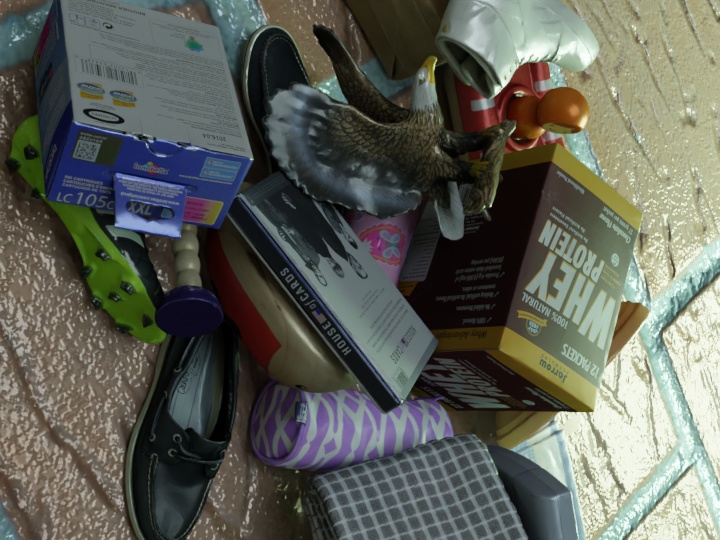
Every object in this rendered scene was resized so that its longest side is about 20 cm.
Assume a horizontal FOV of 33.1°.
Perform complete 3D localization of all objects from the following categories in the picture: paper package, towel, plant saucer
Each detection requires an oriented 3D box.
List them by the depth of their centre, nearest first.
[{"bbox_3d":[0.059,0.243,0.994,0.164,0.086,0.201,-12,59,-22],"label":"towel"},{"bbox_3d":[0.069,-0.319,1.178,0.200,0.103,0.191,-48,117,-34],"label":"paper package"},{"bbox_3d":[0.202,0.097,1.201,0.037,0.200,0.200,46,54,5],"label":"plant saucer"},{"bbox_3d":[0.153,0.251,1.242,0.199,0.024,0.148,-22,102,-38],"label":"towel"}]

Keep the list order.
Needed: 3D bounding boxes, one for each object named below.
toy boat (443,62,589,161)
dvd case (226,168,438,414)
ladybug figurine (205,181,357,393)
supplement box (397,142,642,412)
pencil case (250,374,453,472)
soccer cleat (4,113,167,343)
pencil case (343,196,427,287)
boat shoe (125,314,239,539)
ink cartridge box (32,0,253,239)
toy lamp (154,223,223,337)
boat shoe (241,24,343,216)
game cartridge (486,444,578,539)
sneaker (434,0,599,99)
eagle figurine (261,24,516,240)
[{"bbox_3d":[0.174,-0.153,1.227,0.130,0.130,0.202,-23,106,-39],"label":"toy boat"},{"bbox_3d":[-0.018,0.008,0.975,0.200,0.025,0.150,53,20,-3],"label":"dvd case"},{"bbox_3d":[-0.068,0.017,0.993,0.136,0.072,0.201,12,45,-62],"label":"ladybug figurine"},{"bbox_3d":[0.127,0.014,1.129,0.132,0.197,0.201,32,66,-33],"label":"supplement box"},{"bbox_3d":[-0.006,0.141,1.079,0.199,0.084,0.086,17,63,-40],"label":"pencil case"},{"bbox_3d":[-0.195,-0.037,0.947,0.081,0.067,0.201,-45,113,-44],"label":"soccer cleat"},{"bbox_3d":[0.000,0.000,1.099,0.087,0.087,0.201,30,67,-34],"label":"pencil case"},{"bbox_3d":[-0.134,0.127,0.977,0.074,0.066,0.201,25,69,-34],"label":"boat shoe"},{"bbox_3d":[-0.162,-0.110,0.891,0.136,0.077,0.201,9,39,-27],"label":"ink cartridge box"},{"bbox_3d":[-0.141,-0.044,0.954,0.058,0.058,0.201,25,43,-36],"label":"toy lamp"},{"bbox_3d":[-0.055,-0.121,1.076,0.074,0.062,0.202,-11,91,-39],"label":"boat shoe"},{"bbox_3d":[0.127,0.226,1.081,0.040,0.200,0.134,-9,95,-24],"label":"game cartridge"},{"bbox_3d":[0.142,-0.206,1.133,0.199,0.073,0.116,27,81,-41],"label":"sneaker"},{"bbox_3d":[0.028,-0.119,1.033,0.152,0.198,0.152,27,77,-83],"label":"eagle figurine"}]
